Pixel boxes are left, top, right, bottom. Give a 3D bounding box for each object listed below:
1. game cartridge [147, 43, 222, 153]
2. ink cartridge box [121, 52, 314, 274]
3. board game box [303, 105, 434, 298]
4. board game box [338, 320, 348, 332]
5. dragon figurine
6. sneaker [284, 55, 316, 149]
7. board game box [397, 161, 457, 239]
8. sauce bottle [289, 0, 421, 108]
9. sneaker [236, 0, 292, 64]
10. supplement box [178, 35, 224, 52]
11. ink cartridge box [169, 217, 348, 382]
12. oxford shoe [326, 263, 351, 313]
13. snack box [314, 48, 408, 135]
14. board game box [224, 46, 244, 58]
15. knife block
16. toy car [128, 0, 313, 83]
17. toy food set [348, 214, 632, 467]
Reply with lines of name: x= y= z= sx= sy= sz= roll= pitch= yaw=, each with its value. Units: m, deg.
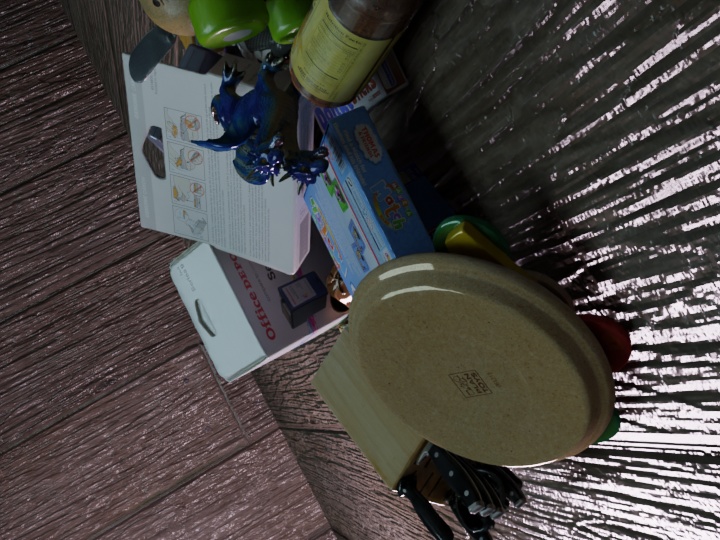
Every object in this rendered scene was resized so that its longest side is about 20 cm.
game cartridge: x=-0.182 y=-0.182 z=1.132 sx=0.040 sy=0.135 sz=0.200 roll=26 pitch=173 yaw=15
ink cartridge box: x=-0.131 y=-0.106 z=0.896 sx=0.173 sy=0.045 sz=0.203 roll=18 pitch=133 yaw=13
board game box: x=0.007 y=-0.028 z=0.779 sx=0.154 sy=0.036 sz=0.200 roll=64 pitch=166 yaw=6
board game box: x=0.047 y=0.122 z=1.069 sx=0.154 sy=0.046 sz=0.200 roll=64 pitch=165 yaw=-6
dragon figurine: x=-0.091 y=-0.107 z=0.741 sx=0.058 sy=0.101 sz=0.198 roll=31 pitch=162 yaw=-38
sneaker: x=-0.087 y=-0.163 z=0.984 sx=0.090 sy=0.066 sz=0.202 roll=48 pitch=163 yaw=30
board game box: x=0.082 y=0.032 z=0.784 sx=0.201 sy=0.044 sz=0.153 roll=53 pitch=162 yaw=33
sauce bottle: x=0.005 y=-0.177 z=0.617 sx=0.067 sy=0.065 sz=0.200 roll=60 pitch=153 yaw=7
sneaker: x=-0.100 y=-0.248 z=0.877 sx=0.200 sy=0.066 sz=0.092 roll=43 pitch=159 yaw=59
supplement box: x=-0.178 y=-0.313 z=1.043 sx=0.067 sy=0.068 sz=0.200 roll=60 pitch=164 yaw=10
ink cartridge box: x=-0.099 y=0.017 z=1.075 sx=0.087 sy=0.199 sz=0.147 roll=-31 pitch=86 yaw=41
oxford shoe: x=0.000 y=0.000 z=0.972 sx=0.072 sy=0.070 sz=0.201 roll=58 pitch=164 yaw=19
snack box: x=-0.013 y=-0.165 z=0.804 sx=0.073 sy=0.024 sz=0.200 roll=63 pitch=166 yaw=-5
board game box: x=-0.130 y=-0.180 z=1.002 sx=0.202 sy=0.031 sz=0.122 roll=-103 pitch=17 yaw=-53
knife block: x=0.040 y=0.139 z=0.771 sx=0.198 sy=0.065 sz=0.175 roll=35 pitch=-171 yaw=5
toy car: x=-0.142 y=-0.234 z=0.731 sx=0.197 sy=0.157 sz=0.168 roll=-18 pitch=91 yaw=38
toy food set: x=0.084 y=0.061 z=0.641 sx=0.199 sy=0.049 sz=0.198 roll=41 pitch=140 yaw=-9
